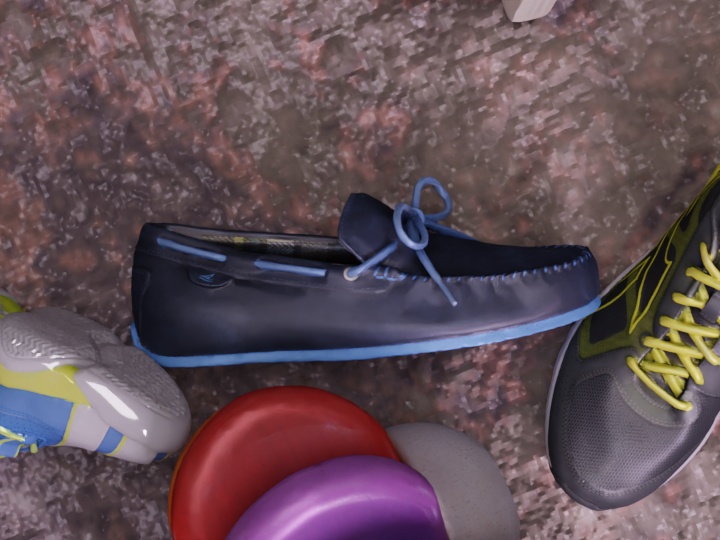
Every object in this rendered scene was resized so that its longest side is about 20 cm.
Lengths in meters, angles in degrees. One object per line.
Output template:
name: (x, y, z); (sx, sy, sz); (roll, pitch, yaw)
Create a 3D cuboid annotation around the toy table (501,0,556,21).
toy table: (0.071, -0.194, 0.937); (0.199, 0.184, 0.117); (-17, 72, -7)

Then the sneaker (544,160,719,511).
sneaker: (0.141, 0.010, 0.953); (0.074, 0.085, 0.200); (33, 87, 5)

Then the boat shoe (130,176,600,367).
boat shoe: (0.000, 0.000, 0.959); (0.199, 0.084, 0.069); (-6, 97, -1)

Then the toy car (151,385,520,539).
toy car: (-0.010, 0.122, 0.889); (0.175, 0.200, 0.150); (-25, 129, -11)

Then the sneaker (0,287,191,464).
sneaker: (-0.166, 0.059, 0.964); (0.200, 0.076, 0.105); (25, 99, 25)
